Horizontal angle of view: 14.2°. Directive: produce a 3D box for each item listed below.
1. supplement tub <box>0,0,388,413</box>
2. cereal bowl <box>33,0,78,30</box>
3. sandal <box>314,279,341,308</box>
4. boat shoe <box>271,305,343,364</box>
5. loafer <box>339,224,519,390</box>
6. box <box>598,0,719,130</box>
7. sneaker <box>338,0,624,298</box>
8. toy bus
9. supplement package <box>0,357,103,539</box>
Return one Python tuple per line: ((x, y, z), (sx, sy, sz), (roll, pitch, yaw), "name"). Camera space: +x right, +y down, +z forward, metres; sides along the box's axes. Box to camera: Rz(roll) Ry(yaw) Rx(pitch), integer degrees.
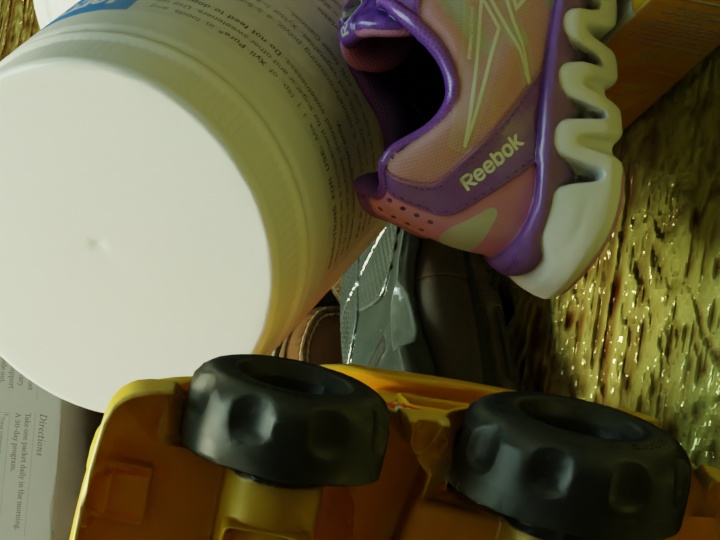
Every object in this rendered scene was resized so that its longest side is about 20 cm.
((-0.047, -0.050, 1.000), (0.200, 0.132, 0.132), (-47, -19, -57), "supplement tub")
((-0.115, -0.156, 1.482), (0.200, 0.083, 0.201), (-2, -90, -75), "cereal bowl")
((0.000, 0.000, 1.210), (0.082, 0.054, 0.201), (42, -122, -70), "sandal")
((0.011, 0.094, 1.101), (0.068, 0.072, 0.201), (123, 141, -53), "boat shoe")
((0.031, 0.029, 1.087), (0.201, 0.063, 0.072), (-91, 24, -47), "loafer")
((0.083, -0.109, 1.027), (0.200, 0.041, 0.120), (132, 145, -65), "box")
((0.037, -0.093, 0.949), (0.080, 0.088, 0.201), (131, 144, -63), "sneaker")
((0.006, 0.084, 0.904), (0.192, 0.199, 0.136), (-110, 31, -73), "toy bus")
((-0.167, 0.067, 1.230), (0.156, 0.110, 0.201), (87, -176, -58), "supplement package")
